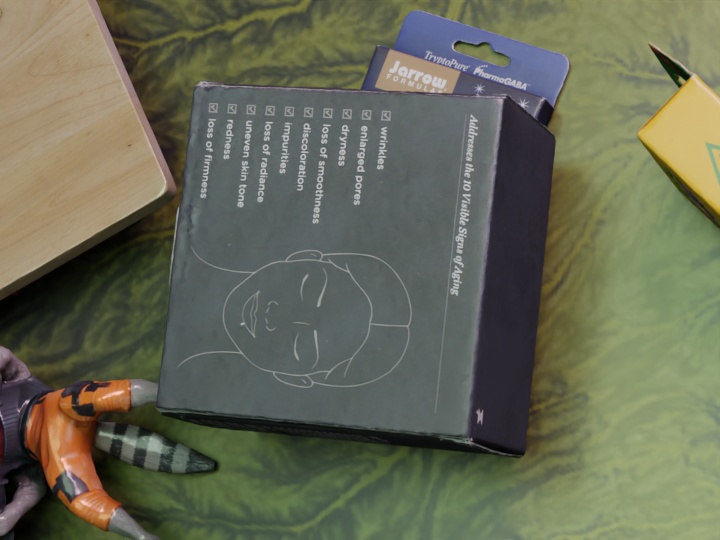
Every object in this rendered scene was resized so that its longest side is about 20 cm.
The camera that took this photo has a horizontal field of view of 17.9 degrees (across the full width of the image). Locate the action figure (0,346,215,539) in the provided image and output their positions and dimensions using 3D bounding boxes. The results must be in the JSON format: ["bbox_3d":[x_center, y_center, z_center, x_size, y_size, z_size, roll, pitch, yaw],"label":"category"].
[{"bbox_3d":[-0.200,0.130,1.462,0.192,0.104,0.202,16,109,28],"label":"action figure"}]

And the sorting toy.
[{"bbox_3d":[-0.233,-0.082,1.510,0.199,0.070,0.200,-29,72,11],"label":"sorting toy"}]

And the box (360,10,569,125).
[{"bbox_3d":[0.043,-0.060,1.432,0.120,0.032,0.202,19,85,21],"label":"box"}]

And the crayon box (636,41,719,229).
[{"bbox_3d":[0.232,-0.036,1.312,0.051,0.127,0.200,-46,68,5],"label":"crayon box"}]

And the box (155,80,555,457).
[{"bbox_3d":[0.000,0.000,1.352,0.195,0.124,0.202,4,83,22],"label":"box"}]
